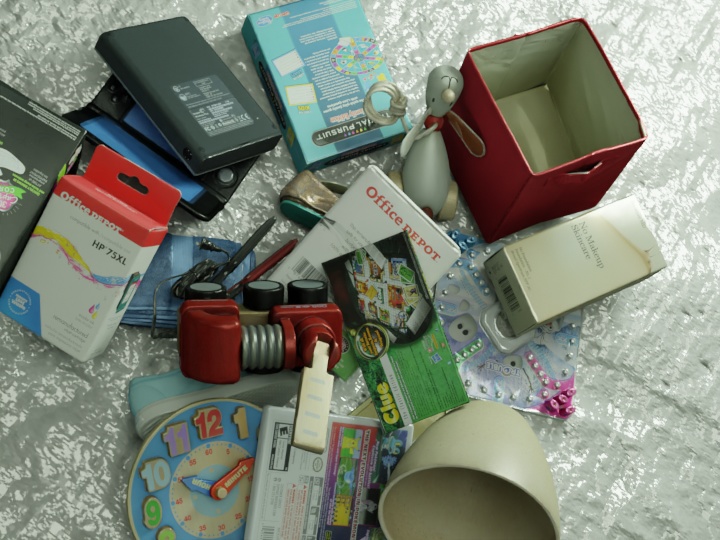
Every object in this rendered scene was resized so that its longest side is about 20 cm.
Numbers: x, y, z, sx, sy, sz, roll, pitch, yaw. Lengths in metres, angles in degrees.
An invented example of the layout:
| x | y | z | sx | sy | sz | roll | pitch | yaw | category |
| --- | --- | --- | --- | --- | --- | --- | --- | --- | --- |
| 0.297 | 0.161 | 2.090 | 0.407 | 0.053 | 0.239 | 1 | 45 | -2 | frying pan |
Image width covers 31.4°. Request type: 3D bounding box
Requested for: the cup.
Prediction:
| x | y | z | sx | sy | sz | roll | pitch | yaw | category |
| --- | --- | --- | --- | --- | --- | --- | --- | --- | --- |
| 0.131 | 0.230 | 1.412 | 0.198 | 0.201 | 0.144 | 29 | 43 | -6 | cup |

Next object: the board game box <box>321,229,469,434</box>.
| x | y | z | sx | sy | sz | roll | pitch | yaw | category |
| --- | --- | --- | --- | --- | --- | --- | --- | --- | --- |
| 0.039 | 0.068 | 1.411 | 0.103 | 0.023 | 0.203 | -20 | 93 | 3 | board game box |

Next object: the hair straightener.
| x | y | z | sx | sy | sz | roll | pitch | yaw | category |
| --- | --- | --- | --- | --- | --- | --- | --- | --- | --- |
| -0.165 | 0.003 | 1.438 | 0.200 | 0.041 | 0.077 | -41 | 90 | -18 | hair straightener |

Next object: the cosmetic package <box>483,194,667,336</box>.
| x | y | z | sx | sy | sz | roll | pitch | yaw | category |
| --- | --- | --- | --- | --- | --- | --- | --- | --- | --- |
| 0.262 | -0.007 | 1.566 | 0.198 | 0.073 | 0.105 | -23 | 82 | -20 | cosmetic package |

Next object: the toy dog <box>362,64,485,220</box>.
| x | y | z | sx | sy | sz | roll | pitch | yaw | category |
| --- | --- | --- | --- | --- | --- | --- | --- | --- | --- |
| 0.082 | -0.131 | 1.520 | 0.130 | 0.202 | 0.097 | -13 | 35 | 0 | toy dog |

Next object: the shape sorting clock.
| x | y | z | sx | sy | sz | roll | pitch | yaw | category |
| --- | --- | --- | --- | --- | --- | --- | --- | --- | --- |
| -0.157 | 0.238 | 1.389 | 0.197 | 0.039 | 0.204 | -2 | 94 | -26 | shape sorting clock |

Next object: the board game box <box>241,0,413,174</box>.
| x | y | z | sx | sy | sz | roll | pitch | yaw | category |
| --- | --- | --- | --- | --- | --- | --- | --- | --- | --- |
| -0.042 | -0.236 | 1.583 | 0.149 | 0.047 | 0.203 | -19 | 81 | -20 | board game box |

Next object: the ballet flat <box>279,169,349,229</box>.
| x | y | z | sx | sy | sz | roll | pitch | yaw | category |
| --- | --- | --- | --- | --- | --- | --- | --- | --- | --- |
| -0.002 | -0.057 | 1.536 | 0.198 | 0.068 | 0.068 | 33 | 61 | -7 | ballet flat |

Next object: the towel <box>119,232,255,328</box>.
| x | y | z | sx | sy | sz | roll | pitch | yaw | category |
| --- | --- | --- | --- | --- | --- | --- | --- | --- | --- |
| -0.218 | 0.011 | 1.461 | 0.197 | 0.049 | 0.114 | 6 | 72 | -14 | towel |

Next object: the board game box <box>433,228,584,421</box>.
| x | y | z | sx | sy | sz | roll | pitch | yaw | category |
| --- | --- | --- | --- | --- | --- | --- | --- | --- | --- |
| 0.184 | 0.065 | 1.575 | 0.197 | 0.026 | 0.203 | 14 | 71 | -12 | board game box |

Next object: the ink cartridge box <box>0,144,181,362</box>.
| x | y | z | sx | sy | sz | roll | pitch | yaw | category |
| --- | --- | --- | --- | --- | --- | --- | --- | --- | --- |
| -0.287 | -0.021 | 1.364 | 0.115 | 0.067 | 0.202 | 29 | 97 | 5 | ink cartridge box |

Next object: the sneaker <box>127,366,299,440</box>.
| x | y | z | sx | sy | sz | roll | pitch | yaw | category |
| --- | --- | --- | --- | --- | --- | --- | --- | --- | --- |
| -0.166 | 0.126 | 1.433 | 0.197 | 0.074 | 0.083 | -8 | 54 | -30 | sneaker |

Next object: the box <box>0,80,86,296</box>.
| x | y | z | sx | sy | sz | roll | pitch | yaw | category |
| --- | --- | --- | --- | --- | --- | --- | --- | --- | --- |
| -0.400 | -0.076 | 1.378 | 0.123 | 0.149 | 0.202 | 30 | 68 | -7 | box |

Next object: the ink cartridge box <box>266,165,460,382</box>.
| x | y | z | sx | sy | sz | roll | pitch | yaw | category |
| --- | --- | --- | --- | --- | --- | --- | --- | --- | --- |
| 0.000 | 0.000 | 1.462 | 0.146 | 0.084 | 0.200 | 43 | 98 | -1 | ink cartridge box |

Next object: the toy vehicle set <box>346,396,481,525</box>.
| x | y | z | sx | sy | sz | roll | pitch | yaw | category |
| --- | --- | --- | --- | --- | --- | --- | --- | --- | --- |
| 0.073 | 0.226 | 1.496 | 0.124 | 0.027 | 0.201 | -34 | 86 | -22 | toy vehicle set |

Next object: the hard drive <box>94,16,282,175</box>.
| x | y | z | sx | sy | sz | roll | pitch | yaw | category |
| --- | --- | --- | --- | --- | --- | --- | --- | --- | --- |
| -0.199 | -0.209 | 1.490 | 0.139 | 0.033 | 0.201 | -24 | 70 | -47 | hard drive |

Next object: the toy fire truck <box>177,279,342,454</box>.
| x | y | z | sx | sy | sz | roll | pitch | yaw | category |
| --- | --- | --- | --- | --- | --- | --- | --- | --- | --- |
| -0.097 | 0.096 | 1.326 | 0.173 | 0.200 | 0.131 | -1 | 103 | -13 | toy fire truck |

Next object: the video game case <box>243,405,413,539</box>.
| x | y | z | sx | sy | sz | roll | pitch | yaw | category |
| --- | --- | --- | --- | --- | --- | --- | --- | --- | --- |
| -0.037 | 0.260 | 1.416 | 0.180 | 0.023 | 0.204 | 10 | 87 | -23 | video game case |

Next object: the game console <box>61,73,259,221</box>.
| x | y | z | sx | sy | sz | roll | pitch | yaw | category |
| --- | --- | --- | --- | --- | --- | --- | --- | --- | --- |
| -0.218 | -0.163 | 1.474 | 0.199 | 0.116 | 0.177 | 35 | 70 | -5 | game console |

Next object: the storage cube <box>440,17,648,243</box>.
| x | y | z | sx | sy | sz | roll | pitch | yaw | category |
| --- | --- | --- | --- | --- | --- | --- | --- | --- | --- |
| 0.211 | -0.169 | 1.555 | 0.169 | 0.180 | 0.202 | -19 | 70 | -20 | storage cube |
